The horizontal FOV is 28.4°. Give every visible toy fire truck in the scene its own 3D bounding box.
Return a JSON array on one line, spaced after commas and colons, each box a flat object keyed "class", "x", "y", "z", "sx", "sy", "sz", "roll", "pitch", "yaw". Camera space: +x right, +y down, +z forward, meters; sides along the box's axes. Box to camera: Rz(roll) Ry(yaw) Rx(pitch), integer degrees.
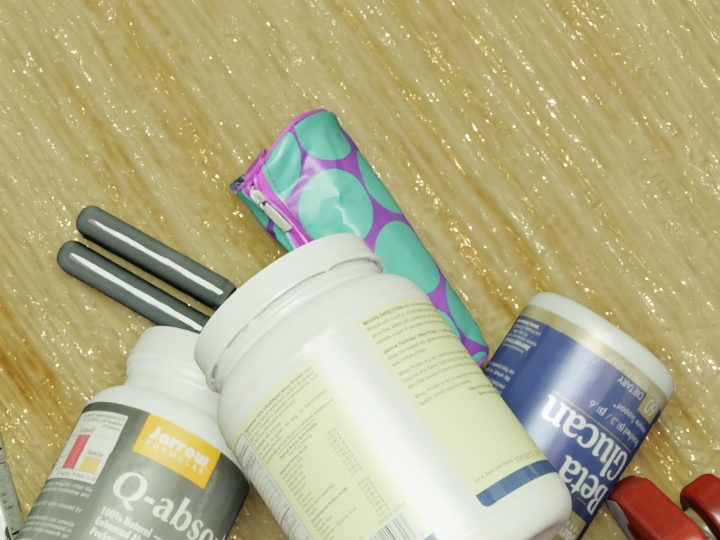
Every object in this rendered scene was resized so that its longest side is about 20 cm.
[{"class": "toy fire truck", "x": 0.225, "y": 0.217, "z": 0.875, "sx": 0.111, "sy": 0.168, "sz": 0.202, "roll": -32, "pitch": 87, "yaw": -6}]

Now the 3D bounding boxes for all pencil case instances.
[{"class": "pencil case", "x": 0.000, "y": 0.000, "z": 0.921, "sx": 0.092, "sy": 0.085, "sz": 0.201, "roll": -33, "pitch": 86, "yaw": -43}]

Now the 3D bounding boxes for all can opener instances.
[{"class": "can opener", "x": -0.105, "y": 0.022, "z": 0.924, "sx": 0.198, "sy": 0.067, "sz": 0.054, "roll": 29, "pitch": 83, "yaw": -1}]

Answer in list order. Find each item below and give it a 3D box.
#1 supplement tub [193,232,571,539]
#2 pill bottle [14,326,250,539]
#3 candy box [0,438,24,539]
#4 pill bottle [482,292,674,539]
[{"class": "supplement tub", "x": 0.009, "y": 0.095, "z": 0.800, "sx": 0.144, "sy": 0.145, "sz": 0.201, "roll": -34, "pitch": 72, "yaw": -6}, {"class": "pill bottle", "x": -0.135, "y": 0.144, "z": 0.866, "sx": 0.115, "sy": 0.117, "sz": 0.202, "roll": 25, "pitch": 64, "yaw": -1}, {"class": "candy box", "x": -0.278, "y": 0.195, "z": 0.900, "sx": 0.134, "sy": 0.061, "sz": 0.203, "roll": -17, "pitch": 85, "yaw": -5}, {"class": "pill bottle", "x": 0.104, "y": 0.125, "z": 0.905, "sx": 0.110, "sy": 0.111, "sz": 0.201, "roll": 34, "pitch": 84, "yaw": 0}]
